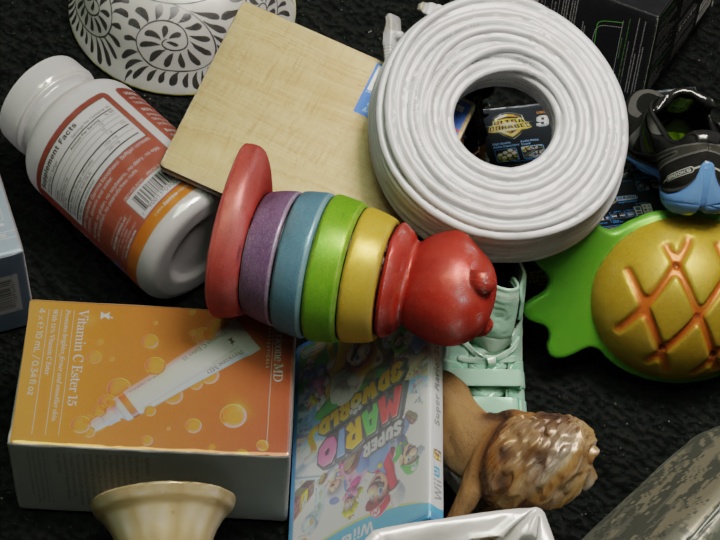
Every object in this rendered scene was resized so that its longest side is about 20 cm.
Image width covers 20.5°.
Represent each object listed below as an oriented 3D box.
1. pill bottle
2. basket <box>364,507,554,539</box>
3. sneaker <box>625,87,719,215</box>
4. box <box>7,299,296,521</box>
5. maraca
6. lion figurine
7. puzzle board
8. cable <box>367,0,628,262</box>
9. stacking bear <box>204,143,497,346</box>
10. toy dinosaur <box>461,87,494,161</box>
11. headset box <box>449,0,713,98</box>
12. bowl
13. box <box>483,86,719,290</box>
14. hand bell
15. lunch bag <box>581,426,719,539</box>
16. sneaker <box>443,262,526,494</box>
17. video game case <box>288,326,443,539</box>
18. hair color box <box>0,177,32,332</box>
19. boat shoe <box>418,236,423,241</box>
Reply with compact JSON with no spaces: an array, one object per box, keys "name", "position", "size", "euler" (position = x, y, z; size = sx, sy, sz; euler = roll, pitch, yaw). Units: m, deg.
[{"name":"pill bottle","position":[-0.191,-0.079,1.577],"size":[0.112,0.112,0.200],"euler":[-37,65,-25]},{"name":"basket","position":[0.077,0.280,1.338],"size":[0.135,0.124,0.201],"euler":[-7,57,-9]},{"name":"sneaker","position":[0.251,-0.107,1.557],"size":[0.070,0.083,0.200],"euler":[2,20,-7]},{"name":"box","position":[-0.148,0.103,1.462],"size":[0.199,0.098,0.125],"euler":[3,55,-2]},{"name":"maraca","position":[0.225,0.018,1.530],"size":[0.199,0.138,0.107],"euler":[6,10,-8]},{"name":"lion figurine","position":[0.075,0.120,1.426],"size":[0.200,0.072,0.123],"euler":[37,103,36]},{"name":"puzzle board","position":[-0.031,-0.101,1.516],"size":[0.199,0.017,0.151],"euler":[24,72,4]},{"name":"cable","position":[0.104,-0.107,1.481],"size":[0.199,0.069,0.201],"euler":[11,72,-5]},{"name":"stacking bear","position":[0.000,0.000,1.414],"size":[0.199,0.122,0.114],"euler":[12,50,10]},{"name":"toy dinosaur","position":[0.061,-0.086,1.599],"size":[0.102,0.136,0.200],"euler":[-20,29,-9]},{"name":"headset box","position":[0.189,-0.255,1.710],"size":[0.199,0.093,0.174],"euler":[23,45,19]},{"name":"bowl","position":[-0.153,-0.256,1.714],"size":[0.199,0.094,0.202],"euler":[2,56,-3]},{"name":"box","position":[0.200,-0.068,1.635],"size":[0.199,0.046,0.160],"euler":[-7,55,-9]},{"name":"hand bell","position":[-0.132,0.256,1.379],"size":[0.103,0.104,0.201],"euler":[-2,68,-6]},{"name":"lunch bag","position":[0.252,0.225,1.377],"size":[0.200,0.139,0.168],"euler":[-39,100,-27]},{"name":"sneaker","position":[0.090,0.070,1.488],"size":[0.073,0.118,0.201],"euler":[-1,56,-6]},{"name":"video game case","position":[0.003,0.116,1.451],"size":[0.018,0.143,0.201],"euler":[31,45,-36]},{"name":"hair color box","position":[-0.311,-0.058,1.561],"size":[0.060,0.099,0.201],"euler":[-14,57,-13]},{"name":"boat shoe","position":[0.003,-0.077,1.617],"size":[0.067,0.072,0.200],"euler":[-11,58,-42]}]
